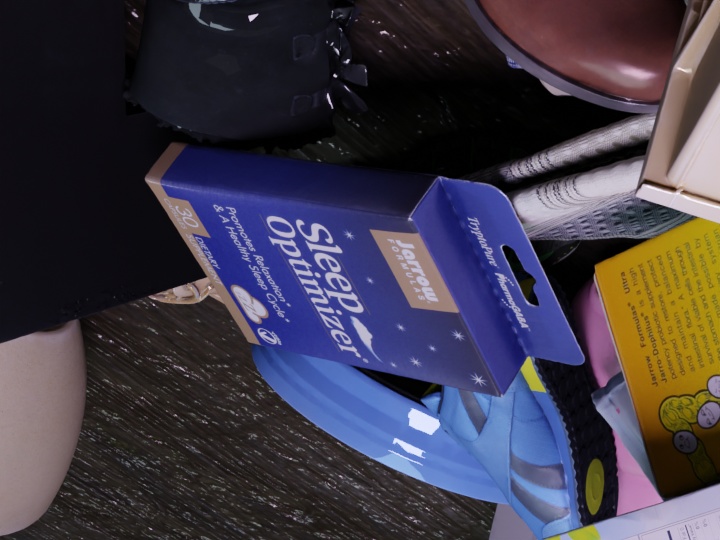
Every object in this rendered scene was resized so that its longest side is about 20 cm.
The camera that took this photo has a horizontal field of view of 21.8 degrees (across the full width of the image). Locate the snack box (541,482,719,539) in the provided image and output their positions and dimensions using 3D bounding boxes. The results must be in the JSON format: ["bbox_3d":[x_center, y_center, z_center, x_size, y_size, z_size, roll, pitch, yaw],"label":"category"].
[{"bbox_3d":[0.199,0.114,0.787,0.200,0.068,0.169,-23,163,19],"label":"snack box"}]

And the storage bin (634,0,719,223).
[{"bbox_3d":[0.217,-0.097,0.608,0.199,0.199,0.094,18,154,2],"label":"storage bin"}]

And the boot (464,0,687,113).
[{"bbox_3d":[0.081,-0.170,0.648,0.189,0.068,0.200,59,156,16],"label":"boot"}]

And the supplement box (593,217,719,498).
[{"bbox_3d":[0.217,0.014,0.788,0.109,0.110,0.200,0,160,-45],"label":"supplement box"}]

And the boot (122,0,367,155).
[{"bbox_3d":[-0.088,-0.129,0.853,0.198,0.074,0.163,5,146,-5],"label":"boot"}]

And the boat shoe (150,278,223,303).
[{"bbox_3d":[-0.113,-0.010,1.128,0.200,0.065,0.071,34,149,-26],"label":"boat shoe"}]

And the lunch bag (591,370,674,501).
[{"bbox_3d":[0.240,0.092,0.940,0.200,0.169,0.127,51,-174,0],"label":"lunch bag"}]

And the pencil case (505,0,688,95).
[{"bbox_3d":[0.158,-0.112,0.751,0.199,0.078,0.089,2,163,30],"label":"pencil case"}]

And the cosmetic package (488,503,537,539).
[{"bbox_3d":[0.172,0.215,1.216,0.123,0.200,0.199,28,152,-18],"label":"cosmetic package"}]

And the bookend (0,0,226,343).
[{"bbox_3d":[-0.152,-0.085,0.949,0.092,0.198,0.201,13,110,35],"label":"bookend"}]

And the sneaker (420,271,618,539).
[{"bbox_3d":[0.082,0.082,0.977,0.078,0.066,0.200,-3,128,27],"label":"sneaker"}]

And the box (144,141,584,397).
[{"bbox_3d":[0.000,0.000,0.881,0.200,0.032,0.121,8,141,38],"label":"box"}]

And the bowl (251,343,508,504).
[{"bbox_3d":[0.035,0.066,1.084,0.200,0.039,0.201,23,-166,-6],"label":"bowl"}]

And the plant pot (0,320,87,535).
[{"bbox_3d":[-0.264,0.059,1.257,0.200,0.200,0.135,28,116,-17],"label":"plant pot"}]

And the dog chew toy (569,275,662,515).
[{"bbox_3d":[0.175,0.073,1.047,0.124,0.125,0.200,0,138,32],"label":"dog chew toy"}]

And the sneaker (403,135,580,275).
[{"bbox_3d":[0.047,-0.020,1.015,0.085,0.078,0.200,27,160,-37],"label":"sneaker"}]

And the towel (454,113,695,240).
[{"bbox_3d":[0.151,-0.038,0.845,0.192,0.035,0.200,1,168,-36],"label":"towel"}]
